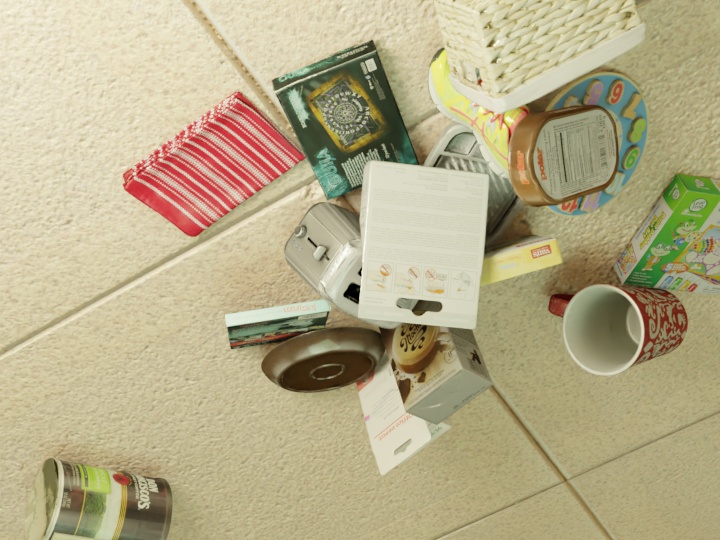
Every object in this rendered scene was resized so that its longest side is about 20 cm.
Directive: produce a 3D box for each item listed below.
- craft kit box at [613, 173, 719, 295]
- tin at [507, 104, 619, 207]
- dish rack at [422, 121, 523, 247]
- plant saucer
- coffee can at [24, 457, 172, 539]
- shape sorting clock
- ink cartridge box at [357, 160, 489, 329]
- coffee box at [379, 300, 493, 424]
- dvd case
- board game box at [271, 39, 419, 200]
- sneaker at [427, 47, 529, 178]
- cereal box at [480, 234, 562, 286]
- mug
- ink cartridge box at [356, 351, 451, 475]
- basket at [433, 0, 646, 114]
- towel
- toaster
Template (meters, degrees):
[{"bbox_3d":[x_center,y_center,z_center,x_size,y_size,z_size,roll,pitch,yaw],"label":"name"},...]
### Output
[{"bbox_3d":[0.522,-0.051,1.607,0.198,0.049,0.198,5,131,-21],"label":"craft kit box"},{"bbox_3d":[0.253,-0.143,1.283,0.199,0.113,0.042,-19,-169,-43],"label":"tin"},{"bbox_3d":[0.149,-0.121,1.426,0.170,0.044,0.201,9,132,-25],"label":"dish rack"},{"bbox_3d":[-0.053,0.144,1.615,0.198,0.032,0.201,-10,153,-5],"label":"plant saucer"},{"bbox_3d":[-0.431,0.400,1.726,0.199,0.147,0.147,18,128,-31],"label":"coffee can"},{"bbox_3d":[0.306,-0.164,1.388,0.199,0.039,0.201,-15,125,-23],"label":"shape sorting clock"},{"bbox_3d":[0.077,-0.032,1.342,0.159,0.202,0.047,6,177,-10],"label":"ink cartridge box"},{"bbox_3d":[0.101,0.106,1.532,0.113,0.201,0.080,-40,135,24],"label":"coffee box"},{"bbox_3d":[-0.120,0.079,1.503,0.145,0.022,0.200,-9,169,-7],"label":"dvd case"},{"bbox_3d":[-0.015,-0.185,1.323,0.134,0.028,0.201,-20,138,5],"label":"board game box"},{"bbox_3d":[0.164,-0.198,1.282,0.200,0.090,0.078,44,73,-24],"label":"sneaker"},{"bbox_3d":[0.193,-0.013,1.462,0.143,0.040,0.200,-16,-178,1],"label":"cereal box"},{"bbox_3d":[0.405,0.069,1.624,0.199,0.178,0.134,-2,138,-50],"label":"mug"},{"bbox_3d":[0.068,0.218,1.640,0.067,0.201,0.116,27,123,-36],"label":"ink cartridge box"},{"bbox_3d":[0.195,-0.282,1.170,0.199,0.136,0.124,-27,118,-8],"label":"basket"},{"bbox_3d":[-0.188,-0.129,1.339,0.199,0.023,0.145,-33,135,18],"label":"towel"},{"bbox_3d":[0.000,0.000,1.430,0.199,0.129,0.114,30,101,-37],"label":"toaster"}]
